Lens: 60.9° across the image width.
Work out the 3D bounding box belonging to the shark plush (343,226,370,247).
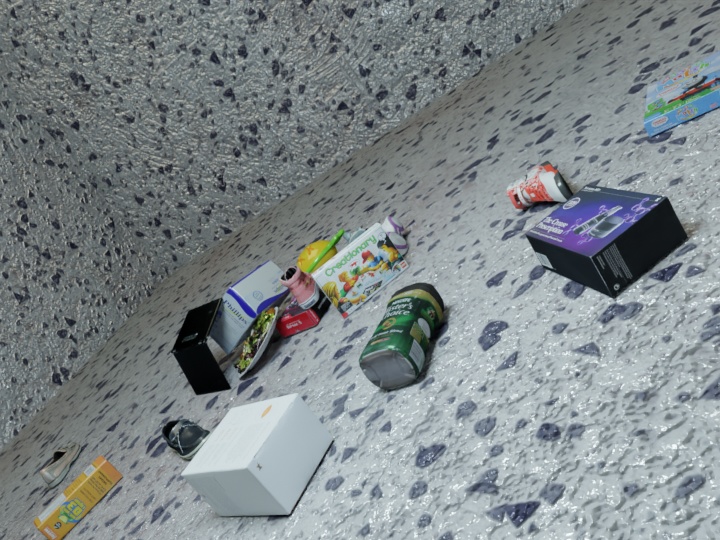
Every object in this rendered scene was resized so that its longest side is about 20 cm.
[{"bbox_3d":[0.003,-0.063,1.645,0.084,0.090,0.200,-60,15,-23],"label":"shark plush"}]

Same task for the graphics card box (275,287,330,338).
[{"bbox_3d":[-0.129,0.082,1.603,0.125,0.051,0.201,-24,21,37],"label":"graphics card box"}]

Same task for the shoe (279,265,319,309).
[{"bbox_3d":[-0.155,0.023,1.563,0.071,0.091,0.200,-35,18,3],"label":"shoe"}]

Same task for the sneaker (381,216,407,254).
[{"bbox_3d":[0.070,-0.062,1.582,0.100,0.074,0.201,-51,12,23],"label":"sneaker"}]

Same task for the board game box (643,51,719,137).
[{"bbox_3d":[0.645,-0.351,1.214,0.150,0.037,0.201,-24,21,38],"label":"board game box"}]

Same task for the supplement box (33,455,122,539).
[{"bbox_3d":[-0.668,0.542,1.455,0.200,0.067,0.068,-47,23,-26],"label":"supplement box"}]

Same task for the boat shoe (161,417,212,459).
[{"bbox_3d":[-0.389,0.368,1.359,0.199,0.063,0.075,-11,29,53],"label":"boat shoe"}]

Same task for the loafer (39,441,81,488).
[{"bbox_3d":[-0.903,0.569,1.849,0.072,0.063,0.200,-36,17,4],"label":"loafer"}]

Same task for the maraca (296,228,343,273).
[{"bbox_3d":[-0.111,-0.037,1.747,0.201,0.107,0.137,-51,2,3],"label":"maraca"}]

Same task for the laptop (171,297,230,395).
[{"bbox_3d":[-0.398,0.201,1.601,0.186,0.115,0.202,-19,47,45],"label":"laptop"}]

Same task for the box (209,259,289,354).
[{"bbox_3d":[-0.301,0.098,1.661,0.200,0.105,0.184,-49,-4,37],"label":"box"}]

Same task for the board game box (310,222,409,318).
[{"bbox_3d":[0.000,0.000,1.428,0.199,0.127,0.035,-39,17,-4],"label":"board game box"}]

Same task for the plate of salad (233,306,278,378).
[{"bbox_3d":[-0.268,0.176,1.552,0.201,0.048,0.201,-54,14,21],"label":"plate of salad"}]

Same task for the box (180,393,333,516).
[{"bbox_3d":[-0.170,0.306,1.009,0.199,0.107,0.153,-21,23,42],"label":"box"}]

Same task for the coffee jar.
[{"bbox_3d":[0.077,0.107,1.071,0.104,0.086,0.201,-24,21,35],"label":"coffee jar"}]

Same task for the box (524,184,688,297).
[{"bbox_3d":[0.365,-0.053,0.937,0.140,0.079,0.200,-35,17,-3],"label":"box"}]

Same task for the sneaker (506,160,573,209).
[{"bbox_3d":[0.357,-0.156,1.232,0.107,0.068,0.202,-33,14,16],"label":"sneaker"}]
